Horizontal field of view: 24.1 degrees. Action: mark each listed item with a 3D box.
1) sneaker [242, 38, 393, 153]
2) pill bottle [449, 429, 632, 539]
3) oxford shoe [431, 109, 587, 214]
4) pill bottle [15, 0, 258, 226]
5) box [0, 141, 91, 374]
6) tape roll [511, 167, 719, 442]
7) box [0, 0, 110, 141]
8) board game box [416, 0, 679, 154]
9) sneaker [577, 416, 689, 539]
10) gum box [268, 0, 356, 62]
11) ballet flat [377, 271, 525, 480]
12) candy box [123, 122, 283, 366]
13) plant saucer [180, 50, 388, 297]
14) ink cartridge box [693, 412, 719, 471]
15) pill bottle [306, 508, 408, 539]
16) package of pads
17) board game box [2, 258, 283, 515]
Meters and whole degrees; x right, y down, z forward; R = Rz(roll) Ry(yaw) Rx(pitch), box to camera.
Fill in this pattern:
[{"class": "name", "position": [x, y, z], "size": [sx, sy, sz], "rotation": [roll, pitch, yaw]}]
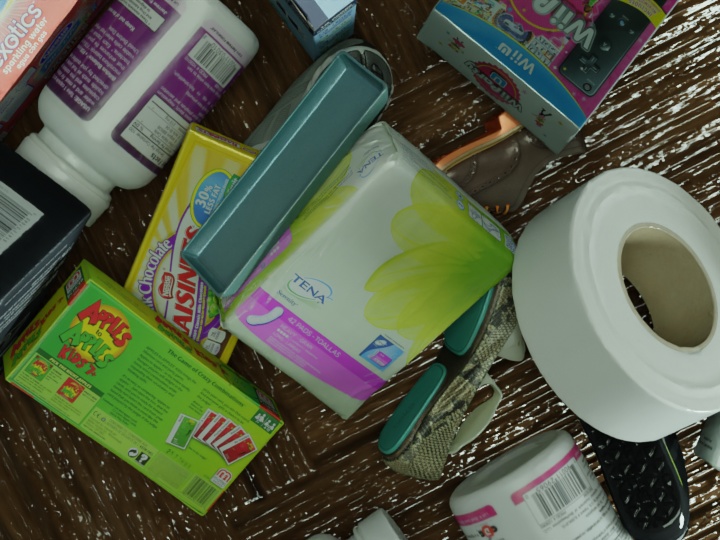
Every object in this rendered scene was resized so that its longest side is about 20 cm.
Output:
[{"class": "sneaker", "position": [-0.049, -0.103, 1.347], "size": [0.074, 0.079, 0.200], "rotation": [39, 106, -19]}, {"class": "pill bottle", "position": [0.165, 0.238, 1.328], "size": [0.113, 0.113, 0.201], "rotation": [-30, 91, 0]}, {"class": "oxford shoe", "position": [0.092, -0.068, 1.345], "size": [0.199, 0.071, 0.073], "rotation": [-35, 95, -1]}, {"class": "pill bottle", "position": [-0.181, -0.137, 1.319], "size": [0.112, 0.112, 0.200], "rotation": [40, 90, -1]}, {"class": "box", "position": [-0.309, 0.024, 1.261], "size": [0.104, 0.148, 0.200], "rotation": [36, 124, -1]}, {"class": "tape roll", "position": [0.213, 0.026, 1.289], "size": [0.201, 0.071, 0.204], "rotation": [20, 55, -31]}, {"class": "box", "position": [-0.281, -0.193, 1.321], "size": [0.094, 0.103, 0.200], "rotation": [38, 91, -1]}, {"class": "board game box", "position": [0.162, -0.216, 1.317], "size": [0.147, 0.064, 0.200], "rotation": [39, 72, 0]}, {"class": "sneaker", "position": [0.219, 0.135, 1.353], "size": [0.071, 0.083, 0.202], "rotation": [-17, 66, 17]}, {"class": "gum box", "position": [-0.069, -0.247, 1.274], "size": [0.044, 0.200, 0.170], "rotation": [-37, 91, 0]}, {"class": "ballet flat", "position": [0.088, 0.079, 1.356], "size": [0.075, 0.068, 0.201], "rotation": [26, 95, -22]}, {"class": "candy box", "position": [-0.125, -0.007, 1.330], "size": [0.102, 0.026, 0.201], "rotation": [23, 109, -6]}, {"class": "plant saucer", "position": [-0.055, -0.071, 1.263], "size": [0.200, 0.070, 0.019], "rotation": [-52, 134, 4]}, {"class": "ink cartridge box", "position": [0.374, 0.087, 1.342], "size": [0.146, 0.083, 0.201], "rotation": [24, 91, -1]}, {"class": "pill bottle", "position": [-0.040, 0.279, 1.328], "size": [0.199, 0.111, 0.112], "rotation": [-35, 91, -1]}, {"class": "package of pads", "position": [0.000, 0.000, 1.296], "size": [0.200, 0.068, 0.154], "rotation": [-43, 120, 15]}, {"class": "board game box", "position": [-0.168, 0.093, 1.314], "size": [0.200, 0.048, 0.102], "rotation": [39, 96, -24]}]
